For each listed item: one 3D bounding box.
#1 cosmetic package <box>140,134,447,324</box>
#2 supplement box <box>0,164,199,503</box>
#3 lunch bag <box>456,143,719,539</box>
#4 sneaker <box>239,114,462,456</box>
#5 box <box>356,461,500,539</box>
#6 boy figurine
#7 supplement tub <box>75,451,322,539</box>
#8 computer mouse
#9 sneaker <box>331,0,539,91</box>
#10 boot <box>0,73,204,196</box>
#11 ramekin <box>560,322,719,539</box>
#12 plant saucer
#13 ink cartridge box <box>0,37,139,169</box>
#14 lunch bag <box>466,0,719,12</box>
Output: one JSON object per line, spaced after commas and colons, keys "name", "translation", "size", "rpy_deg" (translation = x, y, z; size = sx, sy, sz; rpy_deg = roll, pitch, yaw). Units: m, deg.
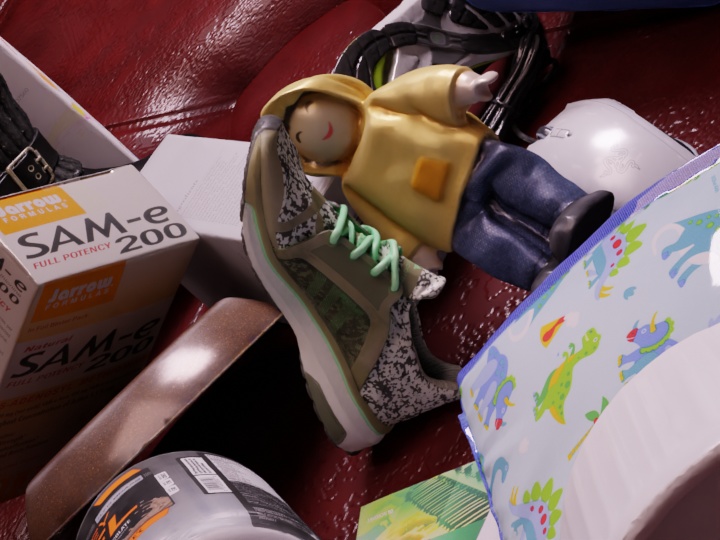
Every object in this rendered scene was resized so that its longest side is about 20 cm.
{"name": "cosmetic package", "translation": [-0.052, -0.022, 1.384], "size": [0.200, 0.102, 0.074], "rpy_deg": [12, 64, 53]}
{"name": "supplement box", "translation": [-0.190, 0.044, 1.370], "size": [0.074, 0.126, 0.201], "rpy_deg": [45, 131, 25]}
{"name": "lunch bag", "translation": [0.144, 0.061, 1.034], "size": [0.199, 0.128, 0.170], "rpy_deg": [-29, 35, 11]}
{"name": "sneaker", "translation": [0.000, 0.000, 1.232], "size": [0.088, 0.201, 0.077], "rpy_deg": [-15, 28, 16]}
{"name": "box", "translation": [0.051, 0.178, 1.105], "size": [0.144, 0.036, 0.201], "rpy_deg": [-25, 37, 33]}
{"name": "boy figurine", "translation": [0.036, -0.057, 1.235], "size": [0.064, 0.199, 0.125], "rpy_deg": [-30, -34, -57]}
{"name": "supplement tub", "translation": [-0.079, 0.162, 1.174], "size": [0.123, 0.122, 0.200], "rpy_deg": [-50, 15, -4]}
{"name": "computer mouse", "translation": [0.115, -0.070, 1.287], "size": [0.110, 0.044, 0.200], "rpy_deg": [-51, 32, -7]}
{"name": "sneaker", "translation": [0.031, -0.126, 1.380], "size": [0.200, 0.074, 0.081], "rpy_deg": [-37, -1, -42]}
{"name": "boot", "translation": [-0.193, -0.068, 1.500], "size": [0.211, 0.158, 0.079], "rpy_deg": [-41, 3, -36]}
{"name": "ramekin", "translation": [0.171, 0.112, 0.887], "size": [0.200, 0.200, 0.098], "rpy_deg": [-41, 25, 11]}
{"name": "plant saucer", "translation": [-0.123, 0.080, 1.330], "size": [0.200, 0.035, 0.200], "rpy_deg": [-43, 0, 0]}
{"name": "ink cartridge box", "translation": [-0.249, -0.080, 1.587], "size": [0.125, 0.200, 0.129], "rpy_deg": [-48, 31, -1]}
{"name": "lunch bag", "translation": [0.138, -0.221, 1.316], "size": [0.199, 0.136, 0.133], "rpy_deg": [1, 54, 29]}
